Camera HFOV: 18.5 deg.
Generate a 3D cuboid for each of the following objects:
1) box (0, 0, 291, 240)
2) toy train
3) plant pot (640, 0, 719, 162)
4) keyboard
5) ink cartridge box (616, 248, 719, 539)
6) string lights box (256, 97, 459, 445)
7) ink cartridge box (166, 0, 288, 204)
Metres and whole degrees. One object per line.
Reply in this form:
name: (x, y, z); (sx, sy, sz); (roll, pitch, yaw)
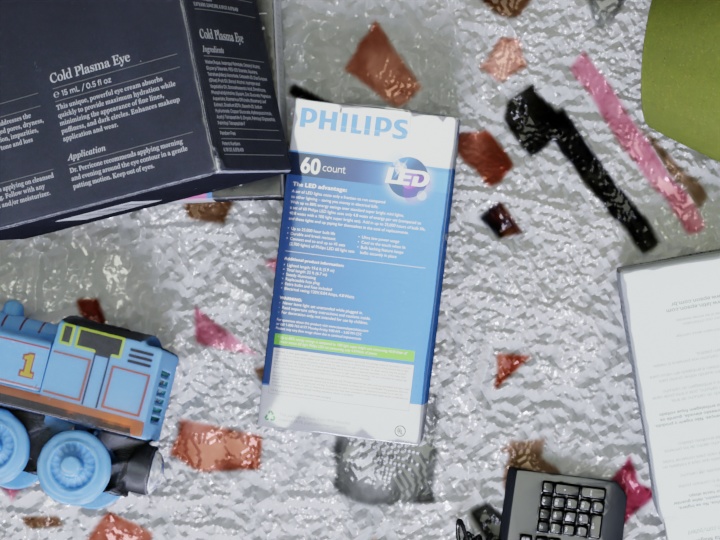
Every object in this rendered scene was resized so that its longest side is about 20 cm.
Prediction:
box: (-0.164, -0.125, 1.312); (0.199, 0.104, 0.183); (-12, 89, 23)
toy train: (-0.211, 0.077, 1.362); (0.199, 0.087, 0.115); (13, 83, 7)
plant pot: (0.270, -0.118, 1.284); (0.199, 0.187, 0.188); (8, 92, 19)
keyboard: (0.103, 0.225, 1.357); (0.103, 0.040, 0.201); (6, 91, 4)
ink cartridge box: (0.267, 0.080, 1.341); (0.195, 0.043, 0.201); (-9, 92, 4)
string lights box: (0.000, 0.000, 1.352); (0.102, 0.059, 0.201); (7, 91, 4)
ink cartridge box: (-0.096, -0.142, 1.371); (0.094, 0.037, 0.201); (-3, 89, 6)
